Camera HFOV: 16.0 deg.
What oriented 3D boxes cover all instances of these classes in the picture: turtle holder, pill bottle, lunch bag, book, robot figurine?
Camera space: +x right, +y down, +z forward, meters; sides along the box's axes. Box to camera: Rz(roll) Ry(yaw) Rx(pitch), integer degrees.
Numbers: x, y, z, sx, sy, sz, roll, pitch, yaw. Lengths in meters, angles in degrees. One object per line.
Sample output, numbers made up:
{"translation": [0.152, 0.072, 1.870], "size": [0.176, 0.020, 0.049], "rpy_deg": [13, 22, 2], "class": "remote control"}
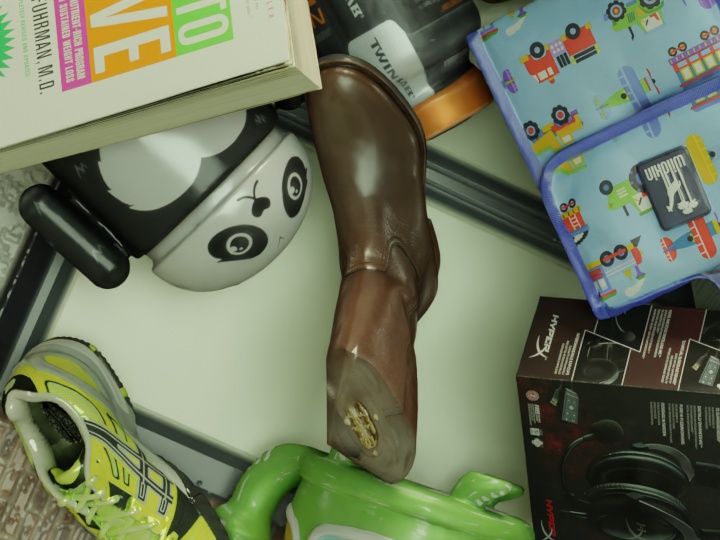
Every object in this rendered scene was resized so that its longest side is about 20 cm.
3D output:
{"translation": [0.006, 0.169, 1.533], "size": [0.185, 0.141, 0.132], "rpy_deg": [18, 87, -10], "class": "turtle holder"}
{"translation": [0.005, -0.173, 1.554], "size": [0.106, 0.106, 0.201], "rpy_deg": [-30, 94, -9], "class": "pill bottle"}
{"translation": [0.176, -0.076, 1.499], "size": [0.150, 0.094, 0.201], "rpy_deg": [-26, 77, 16], "class": "lunch bag"}
{"translation": [-0.129, -0.144, 1.438], "size": [0.199, 0.048, 0.134], "rpy_deg": [-15, 70, 17], "class": "book"}
{"translation": [-0.120, -0.079, 1.521], "size": [0.200, 0.125, 0.150], "rpy_deg": [46, 118, -6], "class": "robot figurine"}

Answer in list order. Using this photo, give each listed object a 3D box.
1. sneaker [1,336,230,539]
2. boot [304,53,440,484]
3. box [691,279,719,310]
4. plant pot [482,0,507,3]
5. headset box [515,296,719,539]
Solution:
{"translation": [-0.150, 0.137, 1.528], "size": [0.075, 0.076, 0.200], "rpy_deg": [-38, 89, 26], "class": "sneaker"}
{"translation": [0.000, 0.000, 1.470], "size": [0.064, 0.200, 0.187], "rpy_deg": [-12, 124, 20], "class": "boot"}
{"translation": [0.263, -0.064, 1.573], "size": [0.124, 0.098, 0.201], "rpy_deg": [-4, 72, -9], "class": "box"}
{"translation": [0.124, -0.267, 1.526], "size": [0.199, 0.177, 0.201], "rpy_deg": [-15, 74, -10], "class": "plant pot"}
{"translation": [0.201, 0.100, 1.527], "size": [0.199, 0.077, 0.149], "rpy_deg": [6, 133, 16], "class": "headset box"}
